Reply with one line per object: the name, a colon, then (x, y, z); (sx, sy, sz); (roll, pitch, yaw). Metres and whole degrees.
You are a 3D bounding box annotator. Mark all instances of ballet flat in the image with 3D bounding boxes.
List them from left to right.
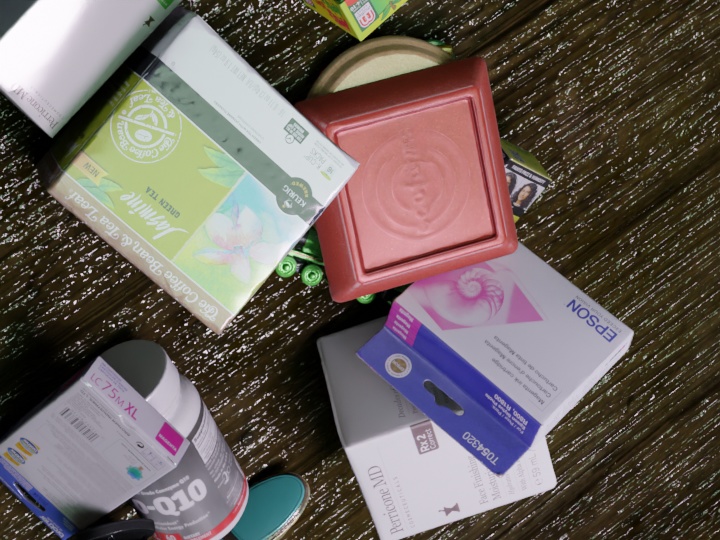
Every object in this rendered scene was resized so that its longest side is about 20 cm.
ballet flat: (-0.134, 0.293, 1.789); (0.200, 0.071, 0.071); (-41, 132, -10)

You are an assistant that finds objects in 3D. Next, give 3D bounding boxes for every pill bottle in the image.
pill bottle: (-0.194, 0.171, 1.634); (0.113, 0.114, 0.201); (-36, 131, -13)

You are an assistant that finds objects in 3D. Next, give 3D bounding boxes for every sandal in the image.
sandal: (-0.235, 0.278, 1.634); (0.074, 0.049, 0.201); (-11, 163, -10)

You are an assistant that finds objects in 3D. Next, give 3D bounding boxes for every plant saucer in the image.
plant saucer: (0.050, -0.084, 1.602); (0.198, 0.037, 0.202); (-15, 106, -11)

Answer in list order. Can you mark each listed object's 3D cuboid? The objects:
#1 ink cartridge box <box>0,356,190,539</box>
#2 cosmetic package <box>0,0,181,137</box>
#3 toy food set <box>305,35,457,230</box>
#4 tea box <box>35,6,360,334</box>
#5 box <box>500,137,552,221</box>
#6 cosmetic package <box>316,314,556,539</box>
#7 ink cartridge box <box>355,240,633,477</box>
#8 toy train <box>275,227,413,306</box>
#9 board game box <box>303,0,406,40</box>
ink cartridge box: (-0.259, 0.169, 1.551); (0.119, 0.042, 0.199); (45, 129, -11)
cosmetic package: (-0.236, -0.226, 1.393); (0.200, 0.085, 0.108); (-49, 135, -3)
toy food set: (0.033, -0.129, 1.633); (0.195, 0.049, 0.203); (-9, 105, -14)
tea box: (-0.145, -0.091, 1.463); (0.200, 0.134, 0.197); (40, 90, -20)
box: (0.104, -0.046, 1.735); (0.075, 0.050, 0.200); (22, 117, -43)
cosmetic package: (0.079, 0.148, 1.739); (0.198, 0.166, 0.166); (-19, 132, 1)
ink cartridge box: (0.131, 0.070, 1.629); (0.200, 0.196, 0.044); (-41, 157, -26)
toy train: (0.000, 0.000, 1.684); (0.198, 0.042, 0.057); (19, 104, -18)
board game box: (0.038, -0.307, 1.531); (0.200, 0.101, 0.048); (-42, 132, -8)
